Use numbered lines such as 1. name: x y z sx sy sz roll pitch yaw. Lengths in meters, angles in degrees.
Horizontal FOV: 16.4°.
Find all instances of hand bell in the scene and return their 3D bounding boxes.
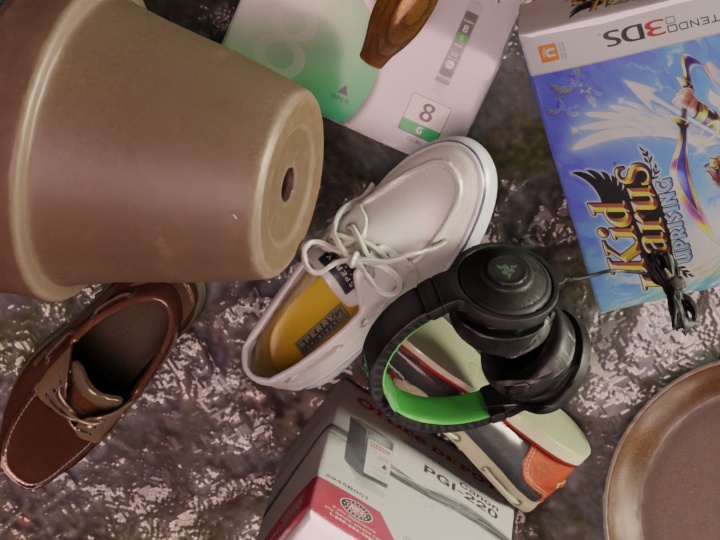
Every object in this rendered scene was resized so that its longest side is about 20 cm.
1. hand bell: 0.057 -0.204 1.456 0.104 0.104 0.200 31 112 -6

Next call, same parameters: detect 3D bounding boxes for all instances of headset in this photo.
1. headset: 0.101 0.043 1.489 0.199 0.094 0.124 -26 138 6

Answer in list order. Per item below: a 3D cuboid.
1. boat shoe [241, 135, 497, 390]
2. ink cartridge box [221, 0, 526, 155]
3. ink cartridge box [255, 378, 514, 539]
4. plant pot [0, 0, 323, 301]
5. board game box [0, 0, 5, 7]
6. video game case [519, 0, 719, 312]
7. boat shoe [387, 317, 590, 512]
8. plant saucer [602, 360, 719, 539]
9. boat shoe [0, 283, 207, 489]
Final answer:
1. boat shoe: -0.004 -0.003 1.504 0.202 0.086 0.075 -44 74 21
2. ink cartridge box: 0.023 -0.181 1.504 0.160 0.050 0.200 24 115 -3
3. ink cartridge box: 0.016 0.170 1.564 0.145 0.200 0.085 33 109 -7
4. plant pot: -0.119 -0.069 1.469 0.174 0.200 0.201 12 114 16
5. board game box: -0.274 -0.092 1.547 0.103 0.105 0.201 12 113 3
6. video game case: 0.206 -0.084 1.497 0.181 0.046 0.201 -12 119 13
7. boat shoe: 0.054 0.079 1.596 0.200 0.071 0.063 37 115 -13
8. plant saucer: 0.254 0.155 1.581 0.199 0.032 0.201 -1 86 18
9. boat shoe: -0.177 0.069 1.617 0.076 0.072 0.200 34 112 -7
